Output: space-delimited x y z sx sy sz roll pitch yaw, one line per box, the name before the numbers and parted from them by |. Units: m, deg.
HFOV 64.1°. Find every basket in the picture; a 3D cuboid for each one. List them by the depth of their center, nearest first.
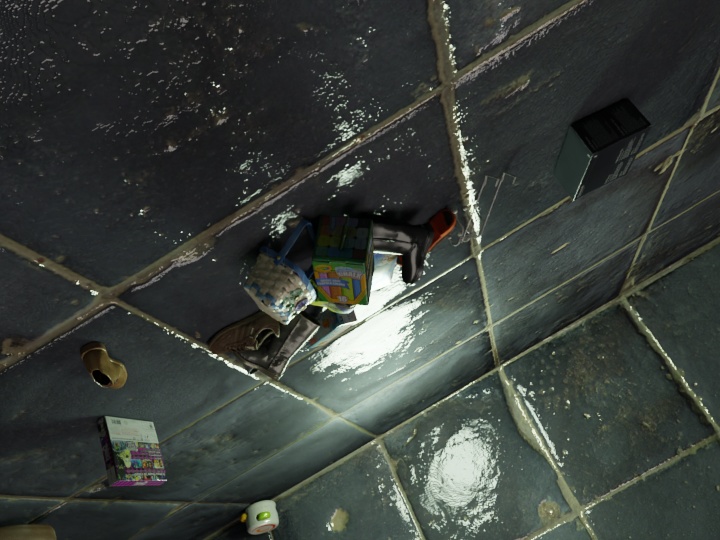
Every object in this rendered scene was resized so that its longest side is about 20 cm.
basket | -0.154 0.005 1.278 0.204 0.136 0.177 -60 159 -15

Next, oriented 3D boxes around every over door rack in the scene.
over door rack | 0.301 -0.166 1.463 0.146 0.066 0.203 -20 144 -55

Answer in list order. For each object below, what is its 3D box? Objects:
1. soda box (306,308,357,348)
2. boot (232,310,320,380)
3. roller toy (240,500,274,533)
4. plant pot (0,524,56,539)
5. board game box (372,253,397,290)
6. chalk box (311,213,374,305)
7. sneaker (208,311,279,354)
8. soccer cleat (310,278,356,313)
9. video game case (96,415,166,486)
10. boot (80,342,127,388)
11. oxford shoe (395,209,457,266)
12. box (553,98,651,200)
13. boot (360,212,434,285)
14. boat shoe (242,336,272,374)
soda box | -0.090 0.152 1.606 0.067 0.065 0.199 -10 160 -38
boot | -0.228 0.177 1.541 0.179 0.073 0.202 29 110 -21
roller toy | -0.554 1.373 3.209 0.197 0.143 0.182 -33 143 17
plant pot | -1.120 0.896 1.833 0.184 0.190 0.200 -32 138 9
board game box | 0.000 0.000 1.503 0.194 0.044 0.201 -20 152 -17
chalk box | -0.036 -0.034 1.261 0.119 0.128 0.203 4 143 8
sneaker | -0.299 0.175 1.477 0.196 0.077 0.071 -30 154 1
soccer cleat | -0.103 0.069 1.443 0.194 0.067 0.084 16 152 -20
video game case | -0.633 0.504 1.598 0.035 0.185 0.200 -30 154 9
boot | -0.584 0.242 1.318 0.072 0.077 0.202 -22 154 -14
oxford shoe | 0.177 -0.075 1.520 0.198 0.072 0.072 -36 156 12
box | 0.627 -0.313 1.508 0.178 0.106 0.202 -25 153 -8
boot | 0.068 -0.046 1.393 0.194 0.066 0.170 3 115 -31
boat shoe | -0.243 0.233 1.634 0.196 0.073 0.070 -28 154 -2
